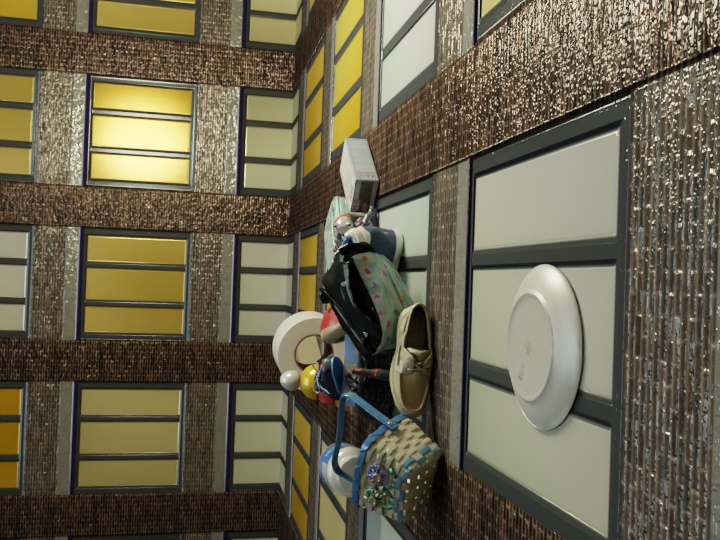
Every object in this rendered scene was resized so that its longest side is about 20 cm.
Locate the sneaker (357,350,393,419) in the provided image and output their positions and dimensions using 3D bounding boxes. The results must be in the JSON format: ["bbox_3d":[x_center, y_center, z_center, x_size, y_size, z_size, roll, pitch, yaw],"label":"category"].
[{"bbox_3d":[0.041,0.216,1.686,0.088,0.075,0.201,-54,-30,-75],"label":"sneaker"}]

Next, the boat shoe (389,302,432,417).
[{"bbox_3d":[0.095,0.157,1.398,0.065,0.072,0.201,125,151,-71],"label":"boat shoe"}]

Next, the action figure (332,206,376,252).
[{"bbox_3d":[-0.037,-0.058,1.872,0.194,0.104,0.200,80,-146,-63],"label":"action figure"}]

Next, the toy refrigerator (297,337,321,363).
[{"bbox_3d":[-0.176,0.291,2.628,0.200,0.076,0.070,-114,28,-63],"label":"toy refrigerator"}]

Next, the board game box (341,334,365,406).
[{"bbox_3d":[-0.006,0.220,1.763,0.200,0.036,0.152,39,-126,-79],"label":"board game box"}]

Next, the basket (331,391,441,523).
[{"bbox_3d":[0.032,0.323,1.371,0.200,0.139,0.177,28,124,38],"label":"basket"}]

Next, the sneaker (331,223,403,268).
[{"bbox_3d":[0.000,0.000,1.647,0.081,0.146,0.201,-128,45,-55],"label":"sneaker"}]

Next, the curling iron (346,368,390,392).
[{"bbox_3d":[0.039,0.218,1.583,0.200,0.025,0.050,-11,80,49],"label":"curling iron"}]

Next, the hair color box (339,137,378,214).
[{"bbox_3d":[-0.005,-0.235,1.955,0.200,0.060,0.099,-102,18,-51],"label":"hair color box"}]

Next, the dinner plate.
[{"bbox_3d":[0.213,0.092,0.962,0.200,0.024,0.201,-178,90,-79],"label":"dinner plate"}]

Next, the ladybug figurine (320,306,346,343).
[{"bbox_3d":[-0.032,0.109,1.759,0.200,0.135,0.072,104,141,-78],"label":"ladybug figurine"}]

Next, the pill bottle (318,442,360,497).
[{"bbox_3d":[-0.029,0.460,1.820,0.200,0.112,0.113,152,120,-75],"label":"pill bottle"}]

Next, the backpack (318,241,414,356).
[{"bbox_3d":[0.019,0.059,1.508,0.200,0.126,0.167,60,151,23],"label":"backpack"}]

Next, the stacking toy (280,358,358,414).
[{"bbox_3d":[-0.096,0.273,1.930,0.146,0.199,0.147,4,-90,-89],"label":"stacking toy"}]

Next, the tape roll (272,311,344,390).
[{"bbox_3d":[-0.134,0.218,2.147,0.139,0.202,0.204,-161,73,-77],"label":"tape roll"}]

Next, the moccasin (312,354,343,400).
[{"bbox_3d":[-0.069,0.242,1.705,0.200,0.068,0.081,78,-163,-59],"label":"moccasin"}]

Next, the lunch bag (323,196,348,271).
[{"bbox_3d":[-0.048,-0.094,2.089,0.161,0.077,0.200,105,162,-47],"label":"lunch bag"}]
